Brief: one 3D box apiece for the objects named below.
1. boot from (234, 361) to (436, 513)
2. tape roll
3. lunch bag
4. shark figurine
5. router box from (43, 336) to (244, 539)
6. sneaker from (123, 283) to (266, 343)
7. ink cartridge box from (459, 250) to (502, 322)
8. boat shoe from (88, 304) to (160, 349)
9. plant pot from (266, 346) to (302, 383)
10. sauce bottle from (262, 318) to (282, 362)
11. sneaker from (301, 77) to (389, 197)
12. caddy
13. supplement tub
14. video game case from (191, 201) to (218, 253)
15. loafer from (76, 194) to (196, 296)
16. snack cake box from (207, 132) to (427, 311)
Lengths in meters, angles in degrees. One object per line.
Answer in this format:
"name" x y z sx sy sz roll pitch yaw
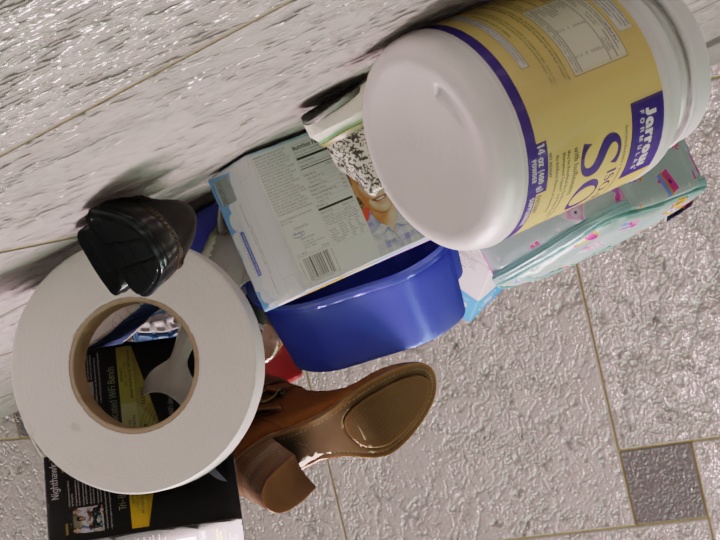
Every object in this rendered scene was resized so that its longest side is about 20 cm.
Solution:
"boot" -0.044 0.124 1.733 0.200 0.077 0.155 -39 -148 -14
"tape roll" -0.176 0.076 1.575 0.201 0.204 0.037 -25 174 7
"lunch bag" 0.196 -0.053 1.714 0.160 0.078 0.199 -35 169 39
"shark figurine" -0.107 0.023 1.650 0.215 0.089 0.129 -72 -179 -49
"router box" -0.183 0.150 1.651 0.156 0.201 0.052 -7 138 -5
"sneaker" -0.174 0.045 1.813 0.198 0.075 0.087 -13 -153 11
"ink cartridge box" 0.135 -0.057 1.880 0.116 0.068 0.201 -43 164 -35
"boat shoe" -0.223 0.024 1.718 0.072 0.073 0.200 -19 169 -46
"plant pot" -0.185 0.080 2.190 0.199 0.184 0.200 -24 178 -1
"sauce bottle" -0.089 0.021 1.918 0.066 0.066 0.200 -25 -162 20
"sneaker" 0.014 -0.088 1.456 0.076 0.089 0.200 -25 179 16
"caddy" 0.000 0.000 1.724 0.198 0.106 0.142 -18 -151 10
"supplement tub" 0.117 -0.110 1.299 0.199 0.146 0.145 -24 178 -32
"video game case" -0.161 -0.018 1.879 0.199 0.046 0.181 -26 177 26
"loafer" -0.151 -0.028 1.409 0.072 0.073 0.200 -33 -170 -13
"snack cake box" -0.010 -0.059 1.584 0.199 0.116 0.067 -23 178 -38
